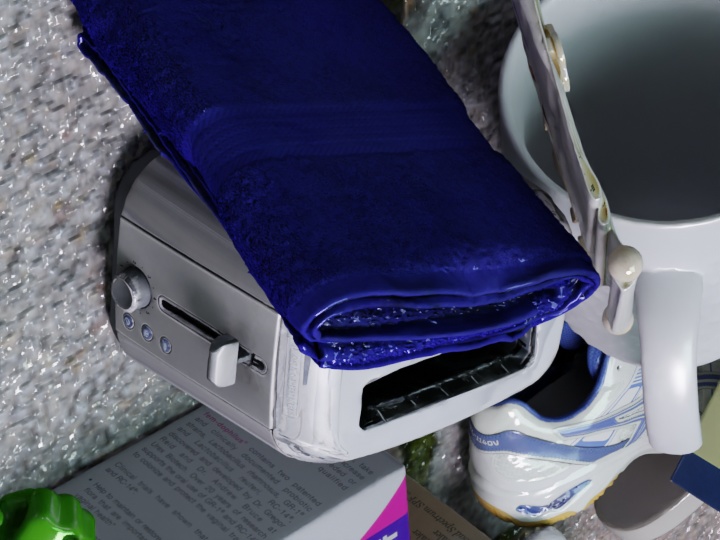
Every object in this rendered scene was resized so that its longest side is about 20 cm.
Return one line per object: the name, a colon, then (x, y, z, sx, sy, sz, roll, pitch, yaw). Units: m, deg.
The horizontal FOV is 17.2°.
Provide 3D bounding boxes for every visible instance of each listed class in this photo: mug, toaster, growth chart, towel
mug: (0.141, -0.013, 1.093, 0.147, 0.201, 0.176, -2, 149, 7)
toaster: (0.000, 0.000, 1.008, 0.199, 0.129, 0.114, -17, 128, -36)
growth chart: (0.077, -0.073, 0.936, 0.018, 0.201, 0.145, -16, 176, 2)
towel: (-0.015, -0.046, 0.917, 0.147, 0.200, 0.050, -4, 138, -41)

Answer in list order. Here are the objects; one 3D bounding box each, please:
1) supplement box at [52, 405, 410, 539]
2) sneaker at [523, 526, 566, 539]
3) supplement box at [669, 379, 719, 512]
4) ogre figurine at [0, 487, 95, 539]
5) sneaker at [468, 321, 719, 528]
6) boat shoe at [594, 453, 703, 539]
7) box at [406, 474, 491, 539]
supplement box: (-0.082, 0.144, 1.047, 0.199, 0.103, 0.102, -30, 133, -29)
sneaker: (0.107, 0.205, 1.257, 0.075, 0.082, 0.200, -34, 156, 0)
supplement box: (0.300, 0.067, 1.181, 0.134, 0.200, 0.201, 13, 105, -56)
ogre figurine: (-0.210, 0.127, 0.911, 0.199, 0.098, 0.120, -10, 133, -31)
sneaker: (0.139, 0.050, 1.218, 0.200, 0.075, 0.088, -34, 135, -24)
boat shoe: (0.215, 0.081, 1.309, 0.200, 0.075, 0.093, -51, 132, -6)
box: (-0.028, 0.192, 1.137, 0.200, 0.095, 0.078, -37, 135, -22)
